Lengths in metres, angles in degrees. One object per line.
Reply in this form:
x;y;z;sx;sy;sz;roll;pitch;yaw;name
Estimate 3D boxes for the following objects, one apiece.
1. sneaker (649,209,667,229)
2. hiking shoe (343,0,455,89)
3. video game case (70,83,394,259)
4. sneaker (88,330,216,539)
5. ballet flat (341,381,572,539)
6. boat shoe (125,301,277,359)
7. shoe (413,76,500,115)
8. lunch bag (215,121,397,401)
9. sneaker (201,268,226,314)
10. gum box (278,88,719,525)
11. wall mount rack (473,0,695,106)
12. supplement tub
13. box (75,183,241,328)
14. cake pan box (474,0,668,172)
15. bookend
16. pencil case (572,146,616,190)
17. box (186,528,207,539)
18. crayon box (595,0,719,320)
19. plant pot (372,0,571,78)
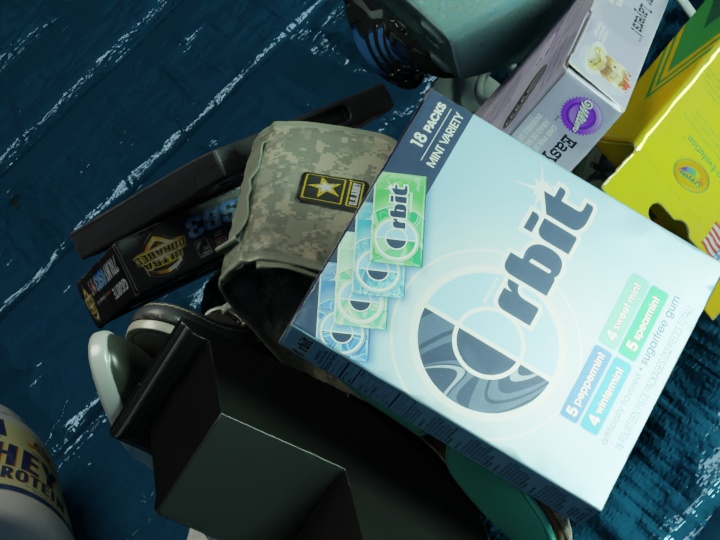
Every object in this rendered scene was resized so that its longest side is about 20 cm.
0.238;-0.109;1.285;0.092;0.076;0.200;-24;32;52;sneaker
0.046;-0.176;1.511;0.074;0.087;0.200;-20;29;-11;hiking shoe
-0.098;-0.074;1.506;0.181;0.026;0.200;-26;1;-42;video game case
-0.087;0.094;1.253;0.099;0.200;0.071;-22;39;17;sneaker
0.066;0.084;1.181;0.067;0.200;0.068;-36;-22;-30;ballet flat
-0.089;0.045;1.312;0.073;0.200;0.063;3;74;28;boat shoe
0.052;-0.080;1.516;0.091;0.071;0.200;-53;1;35;shoe
0.000;0.000;1.316;0.118;0.200;0.164;-39;24;30;lunch bag
-0.080;0.050;1.508;0.084;0.077;0.200;-52;24;-11;sneaker
0.082;0.019;1.131;0.170;0.200;0.045;-60;2;-22;gum box
0.170;-0.185;1.514;0.200;0.075;0.174;-42;30;3;wall mount rack
-0.294;0.193;1.514;0.145;0.145;0.200;-42;27;3;supplement tub
-0.114;-0.027;1.554;0.200;0.050;0.198;-26;-1;-19;box
0.114;-0.100;1.268;0.184;0.052;0.200;-48;8;35;cake pan box
-0.031;0.147;1.139;0.092;0.199;0.200;-56;23;19;bookend
0.137;0.000;1.261;0.078;0.089;0.200;-17;36;31;pencil case
-0.055;0.165;1.349;0.144;0.036;0.200;-28;32;29;box
0.229;-0.086;1.218;0.200;0.127;0.051;-49;26;-13;crayon box
0.089;-0.248;1.357;0.200;0.196;0.196;-45;-11;-2;plant pot
